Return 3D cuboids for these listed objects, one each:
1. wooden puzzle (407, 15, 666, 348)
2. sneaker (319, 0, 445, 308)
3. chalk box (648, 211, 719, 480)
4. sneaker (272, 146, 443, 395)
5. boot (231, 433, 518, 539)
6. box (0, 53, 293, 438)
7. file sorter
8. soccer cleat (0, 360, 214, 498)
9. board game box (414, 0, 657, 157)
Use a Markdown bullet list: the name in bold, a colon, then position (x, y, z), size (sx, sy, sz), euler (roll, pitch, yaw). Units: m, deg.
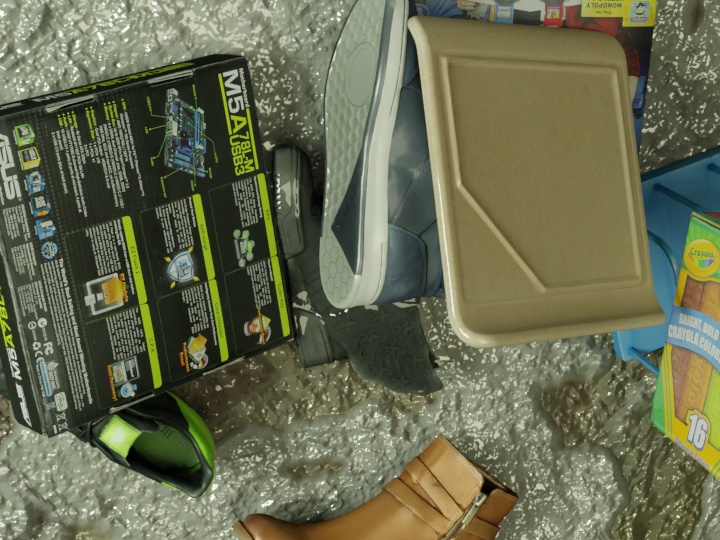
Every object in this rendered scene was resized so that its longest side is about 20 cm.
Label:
- **wooden puzzle**: position (0.108, -0.056, 0.845), size (0.185, 0.037, 0.200), euler (-4, 82, -41)
- **sneaker**: position (0.053, -0.078, 0.869), size (0.146, 0.077, 0.202), euler (0, 101, -26)
- **chalk box**: position (0.285, 0.032, 0.885), size (0.124, 0.124, 0.200), euler (1, 107, -18)
- **sneaker**: position (0.000, 0.001, 0.947), size (0.104, 0.060, 0.200), euler (-8, 118, -2)
- **boot**: position (0.014, 0.184, 1.017), size (0.200, 0.074, 0.155), euler (35, 97, -37)
- **box**: position (-0.143, -0.020, 0.862), size (0.193, 0.048, 0.200), euler (-23, 112, -37)
- **file sorter**: position (0.291, -0.009, 1.008), size (0.200, 0.123, 0.139), euler (-20, 113, -10)
- **soccer cleat**: position (-0.177, 0.086, 0.912), size (0.200, 0.081, 0.068), euler (34, 96, -25)
- **board game box**: position (0.093, -0.105, 0.944), size (0.200, 0.062, 0.200), euler (-3, 110, -17)
